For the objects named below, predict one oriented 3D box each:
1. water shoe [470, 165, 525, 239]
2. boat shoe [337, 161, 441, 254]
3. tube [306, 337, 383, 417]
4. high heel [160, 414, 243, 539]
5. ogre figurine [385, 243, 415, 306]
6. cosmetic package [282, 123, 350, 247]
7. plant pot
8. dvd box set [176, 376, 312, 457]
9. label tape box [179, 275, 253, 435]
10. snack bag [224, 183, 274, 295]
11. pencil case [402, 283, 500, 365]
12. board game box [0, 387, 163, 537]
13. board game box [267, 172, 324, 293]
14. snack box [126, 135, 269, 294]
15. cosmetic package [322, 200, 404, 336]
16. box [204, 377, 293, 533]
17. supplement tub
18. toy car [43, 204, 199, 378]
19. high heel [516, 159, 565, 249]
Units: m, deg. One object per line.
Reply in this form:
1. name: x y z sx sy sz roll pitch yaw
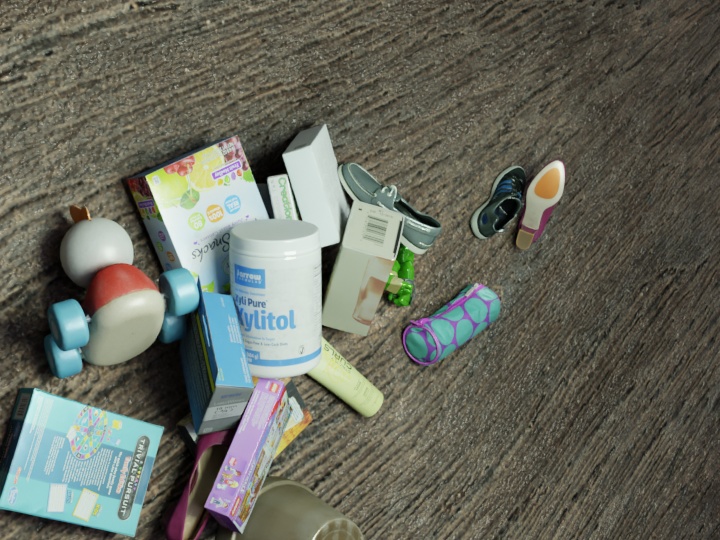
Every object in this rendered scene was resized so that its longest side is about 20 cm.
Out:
1. water shoe: 0.293 -0.133 1.895 0.072 0.079 0.200 54 55 -26
2. boat shoe: 0.050 -0.115 1.575 0.200 0.062 0.073 43 37 -4
3. tube: -0.043 0.169 1.586 0.200 0.052 0.058 43 19 -26
4. high heel: -0.208 0.296 1.352 0.067 0.096 0.201 31 81 -26
5. ogre figurine: 0.044 -0.039 1.640 0.199 0.098 0.121 35 53 -28
6. cosmetic package: -0.065 -0.135 1.504 0.200 0.051 0.152 -76 149 -72
7. plant pot: -0.090 0.419 1.438 0.199 0.173 0.202 3 85 -41
8. dvd box set: -0.172 0.231 1.472 0.200 0.029 0.147 -41 114 -37
9. label tape box: -0.194 0.116 1.315 0.063 0.200 0.145 -5 60 -22
10. snack bag: -0.150 -0.046 1.520 0.199 0.021 0.191 3 85 -42
11. pencil case: 0.167 0.094 1.759 0.199 0.085 0.093 -31 123 -40
12. board game box: -0.373 0.255 1.274 0.199 0.047 0.152 27 69 -39
13. board game box: -0.098 -0.050 1.483 0.126 0.034 0.202 -56 135 -79
14. snack box: -0.221 -0.072 1.401 0.168 0.067 0.202 -32 109 -35
15. cosmetic package: 0.000 0.000 1.517 0.086 0.201 0.104 16 51 -3
16. box: -0.156 0.265 1.382 0.137 0.039 0.201 87 23 -65
17. supplement tub: -0.120 0.039 1.366 0.131 0.131 0.202 -16 113 -42
18. toy car: -0.342 0.008 1.278 0.183 0.177 0.201 -17 70 -28
19. high heel: 0.363 -0.140 1.913 0.096 0.067 0.202 -50 156 -58
